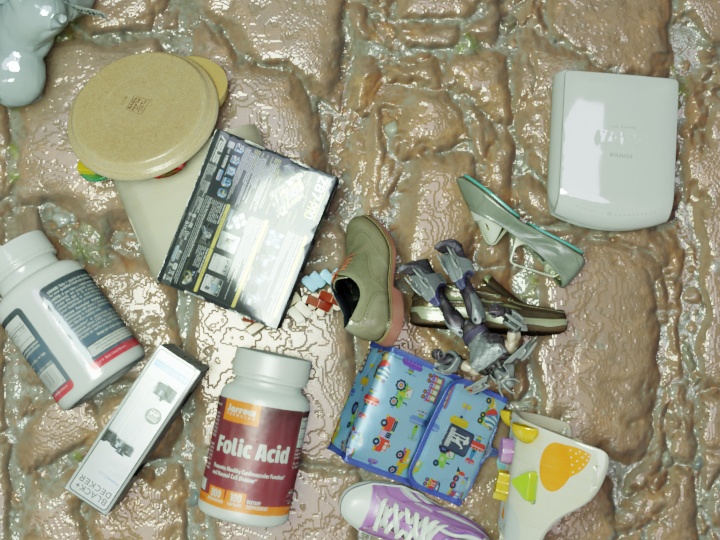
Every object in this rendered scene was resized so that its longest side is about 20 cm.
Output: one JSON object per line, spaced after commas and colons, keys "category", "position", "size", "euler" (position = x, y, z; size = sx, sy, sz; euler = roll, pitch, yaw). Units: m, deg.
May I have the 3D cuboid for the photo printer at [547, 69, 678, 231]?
{"category": "photo printer", "position": [0.327, -0.153, 1.215], "size": [0.165, 0.069, 0.201], "euler": [5, 86, -3]}

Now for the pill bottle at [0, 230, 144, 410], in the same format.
{"category": "pill bottle", "position": [-0.366, 0.057, 1.135], "size": [0.119, 0.120, 0.200], "euler": [-36, 89, -5]}

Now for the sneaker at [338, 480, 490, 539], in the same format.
{"category": "sneaker", "position": [0.071, 0.315, 1.151], "size": [0.200, 0.114, 0.073], "euler": [16, 87, -1]}

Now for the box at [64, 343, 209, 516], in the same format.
{"category": "box", "position": [-0.267, 0.188, 1.135], "size": [0.060, 0.117, 0.200], "euler": [33, 86, -1]}

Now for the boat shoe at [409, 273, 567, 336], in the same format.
{"category": "boat shoe", "position": [0.166, 0.040, 1.194], "size": [0.201, 0.075, 0.075], "euler": [5, 80, -3]}

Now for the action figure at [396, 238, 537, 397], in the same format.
{"category": "action figure", "position": [0.129, 0.064, 1.122], "size": [0.130, 0.069, 0.200], "euler": [-38, 70, 20]}

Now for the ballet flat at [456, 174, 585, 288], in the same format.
{"category": "ballet flat", "position": [0.196, -0.046, 1.204], "size": [0.200, 0.067, 0.064], "euler": [34, 93, -1]}

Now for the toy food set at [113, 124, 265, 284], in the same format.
{"category": "toy food set", "position": [-0.199, -0.084, 1.191], "size": [0.199, 0.060, 0.144], "euler": [-22, 90, 3]}

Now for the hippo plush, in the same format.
{"category": "hippo plush", "position": [-0.410, -0.287, 1.163], "size": [0.200, 0.159, 0.161], "euler": [31, 116, 13]}

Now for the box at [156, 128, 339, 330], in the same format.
{"category": "box", "position": [-0.135, -0.050, 1.135], "size": [0.161, 0.049, 0.201], "euler": [21, 91, 4]}

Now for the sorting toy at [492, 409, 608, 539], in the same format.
{"category": "sorting toy", "position": [0.202, 0.271, 1.123], "size": [0.106, 0.200, 0.181], "euler": [17, 90, 1]}

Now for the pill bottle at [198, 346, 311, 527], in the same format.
{"category": "pill bottle", "position": [-0.125, 0.201, 1.144], "size": [0.114, 0.114, 0.201], "euler": [11, 86, -3]}

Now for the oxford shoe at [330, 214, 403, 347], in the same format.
{"category": "oxford shoe", "position": [0.000, 0.000, 1.139], "size": [0.075, 0.201, 0.071], "euler": [14, 129, -26]}

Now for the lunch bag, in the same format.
{"category": "lunch bag", "position": [0.083, 0.198, 1.182], "size": [0.199, 0.094, 0.151], "euler": [25, 84, -15]}

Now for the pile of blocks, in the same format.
{"category": "pile of blocks", "position": [-0.068, 0.030, 1.184], "size": [0.199, 0.062, 0.083], "euler": [-10, 87, -5]}

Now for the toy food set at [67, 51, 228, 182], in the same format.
{"category": "toy food set", "position": [-0.271, -0.194, 1.164], "size": [0.197, 0.049, 0.201], "euler": [4, 64, 9]}
